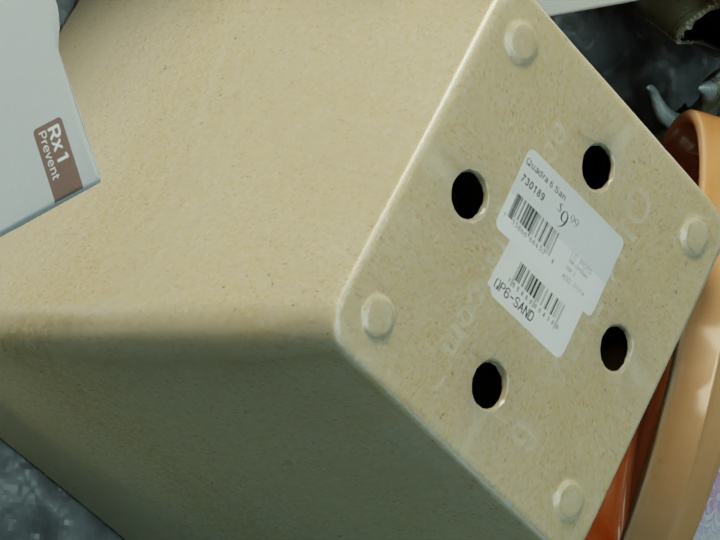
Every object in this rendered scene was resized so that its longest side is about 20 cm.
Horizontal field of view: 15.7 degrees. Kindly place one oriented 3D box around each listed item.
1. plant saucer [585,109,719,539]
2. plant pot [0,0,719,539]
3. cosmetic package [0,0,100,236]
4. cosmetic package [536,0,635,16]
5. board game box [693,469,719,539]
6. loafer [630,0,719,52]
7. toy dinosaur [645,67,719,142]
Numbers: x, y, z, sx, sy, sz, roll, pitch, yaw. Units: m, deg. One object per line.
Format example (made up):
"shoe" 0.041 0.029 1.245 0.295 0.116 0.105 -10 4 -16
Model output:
"plant saucer" 0.114 0.040 0.987 0.032 0.200 0.202 13 80 -4
"plant pot" 0.000 0.000 0.882 0.200 0.176 0.201 44 64 -34
"cosmetic package" -0.172 -0.055 0.709 0.090 0.199 0.107 -31 111 -37
"cosmetic package" 0.090 -0.174 0.951 0.052 0.199 0.152 -48 127 -75
"board game box" 0.176 0.173 1.135 0.200 0.041 0.201 30 72 -39
"loafer" 0.181 -0.106 1.098 0.199 0.075 0.070 8 52 -38
"toy dinosaur" 0.169 -0.003 1.114 0.102 0.077 0.201 -25 110 -27
